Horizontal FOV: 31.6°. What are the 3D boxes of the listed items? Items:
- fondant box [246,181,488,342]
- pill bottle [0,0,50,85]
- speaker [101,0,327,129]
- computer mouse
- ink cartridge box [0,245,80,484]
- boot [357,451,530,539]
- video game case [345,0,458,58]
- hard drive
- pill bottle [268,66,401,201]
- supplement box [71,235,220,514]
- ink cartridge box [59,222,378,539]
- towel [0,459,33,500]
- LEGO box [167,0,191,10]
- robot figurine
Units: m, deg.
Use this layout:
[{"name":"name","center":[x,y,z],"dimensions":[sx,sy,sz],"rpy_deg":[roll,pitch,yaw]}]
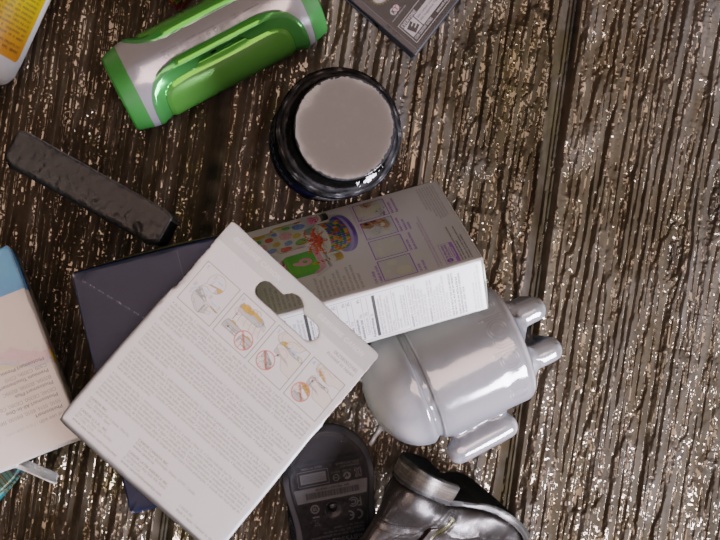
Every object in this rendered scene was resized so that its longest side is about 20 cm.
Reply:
[{"name":"fondant box","center":[0.000,0.000,1.151],"dimensions":[0.197,0.145,0.059],"rpy_deg":[-14,124,-6]},{"name":"pill bottle","center":[-0.339,-0.235,1.126],"dimensions":[0.110,0.111,0.202],"rpy_deg":[25,88,-6]},{"name":"speaker","center":[-0.133,-0.207,1.163],"dimensions":[0.198,0.088,0.089],"rpy_deg":[-28,94,-5]},{"name":"computer mouse","center":[-0.033,0.235,1.205],"dimensions":[0.136,0.053,0.203],"rpy_deg":[-5,104,-8]},{"name":"ink cartridge box","center":[-0.325,0.099,1.114],"dimensions":[0.124,0.128,0.203],"rpy_deg":[-21,89,-13]},{"name":"boot","center":[0.051,0.271,1.182],"dimensions":[0.199,0.069,0.176],"rpy_deg":[30,93,-35]},{"name":"video game case","center":[0.044,-0.339,1.210],"dimensions":[0.180,0.025,0.201],"rpy_deg":[39,88,-6]},{"name":"hard drive","center":[-0.225,-0.066,1.098],"dimensions":[0.138,0.200,0.033],"rpy_deg":[30,88,-6]},{"name":"pill bottle","center":[-0.023,-0.118,1.119],"dimensions":[0.110,0.200,0.114],"rpy_deg":[0,92,-6]},{"name":"supplement box","center":[-0.154,0.079,1.109],"dimensions":[0.132,0.200,0.203],"rpy_deg":[-13,93,-6]},{"name":"ink cartridge box","center":[-0.109,0.092,0.995],"dimensions":[0.162,0.057,0.201],"rpy_deg":[41,79,-6]},{"name":"towel","center":[-0.413,0.198,1.173],"dimensions":[0.146,0.022,0.201],"rpy_deg":[41,87,-6]},{"name":"LEGO box","center":[-0.204,-0.340,1.120],"dimensions":[0.077,0.149,0.200],"rpy_deg":[-43,96,-4]},{"name":"robot figurine","center":[0.085,0.089,1.179],"dimensions":[0.198,0.113,0.172],"rpy_deg":[-24,88,-5]}]
